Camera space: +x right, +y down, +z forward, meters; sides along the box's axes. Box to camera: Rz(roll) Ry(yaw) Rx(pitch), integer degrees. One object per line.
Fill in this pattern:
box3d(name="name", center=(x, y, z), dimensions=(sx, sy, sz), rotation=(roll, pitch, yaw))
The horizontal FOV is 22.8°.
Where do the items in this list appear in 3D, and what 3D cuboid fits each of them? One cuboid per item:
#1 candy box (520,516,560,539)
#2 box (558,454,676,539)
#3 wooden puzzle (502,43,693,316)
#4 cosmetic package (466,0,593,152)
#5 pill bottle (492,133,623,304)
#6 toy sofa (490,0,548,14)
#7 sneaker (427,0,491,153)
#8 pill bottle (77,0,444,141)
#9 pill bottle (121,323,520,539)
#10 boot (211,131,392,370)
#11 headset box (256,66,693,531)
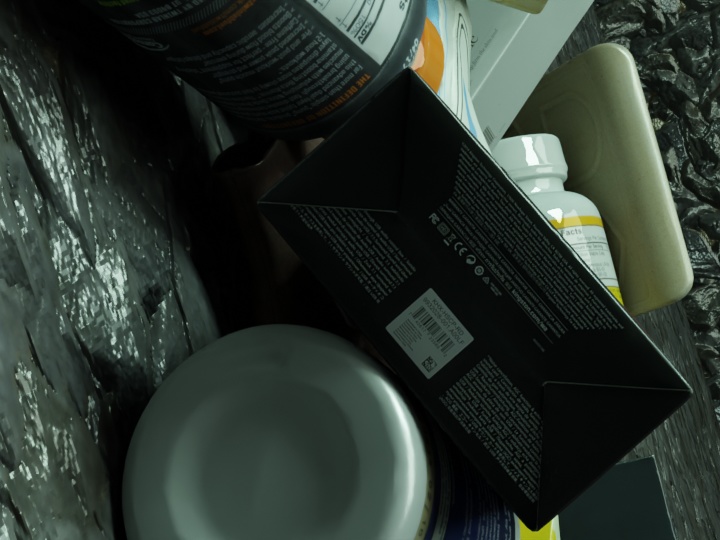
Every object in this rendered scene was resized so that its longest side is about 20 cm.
box3d(name="candy box", center=(0.086, 0.232, 0.938), dimensions=(0.201, 0.026, 0.103), rotation=(-76, 160, -44))
box3d(name="box", center=(0.155, 0.199, 1.132), dimensions=(0.200, 0.078, 0.142), rotation=(86, -11, -80))
box3d(name="wooden puzzle", center=(0.158, -0.049, 1.302), dimensions=(0.046, 0.200, 0.186), rotation=(-10, 82, -34))
box3d(name="cosmetic package", center=(0.076, -0.155, 0.954), dimensions=(0.201, 0.082, 0.051), rotation=(-56, 145, -11))
box3d(name="pill bottle", center=(0.120, 0.014, 1.228), dimensions=(0.113, 0.112, 0.201), rotation=(19, 57, -72))
box3d(name="toy sofa", center=(0.058, -0.228, 0.886), dimensions=(0.082, 0.098, 0.201), rotation=(14, 40, -22))
box3d(name="sneaker", center=(0.028, -0.052, 0.845), dimensions=(0.072, 0.072, 0.201), rotation=(-4, 73, -31))
box3d(name="pill bottle", center=(-0.042, -0.119, 0.717), dimensions=(0.200, 0.106, 0.107), rotation=(36, 39, -51))
box3d(name="pill bottle", center=(-0.001, 0.099, 0.688), dimensions=(0.200, 0.110, 0.112), rotation=(42, 35, -63))
box3d(name="boot", center=(0.000, 0.000, 0.847), dimensions=(0.200, 0.072, 0.167), rotation=(-45, 122, -64))
box3d(name="headset box", center=(0.049, 0.013, 0.692), dimensions=(0.149, 0.075, 0.200), rotation=(50, 4, 8))
